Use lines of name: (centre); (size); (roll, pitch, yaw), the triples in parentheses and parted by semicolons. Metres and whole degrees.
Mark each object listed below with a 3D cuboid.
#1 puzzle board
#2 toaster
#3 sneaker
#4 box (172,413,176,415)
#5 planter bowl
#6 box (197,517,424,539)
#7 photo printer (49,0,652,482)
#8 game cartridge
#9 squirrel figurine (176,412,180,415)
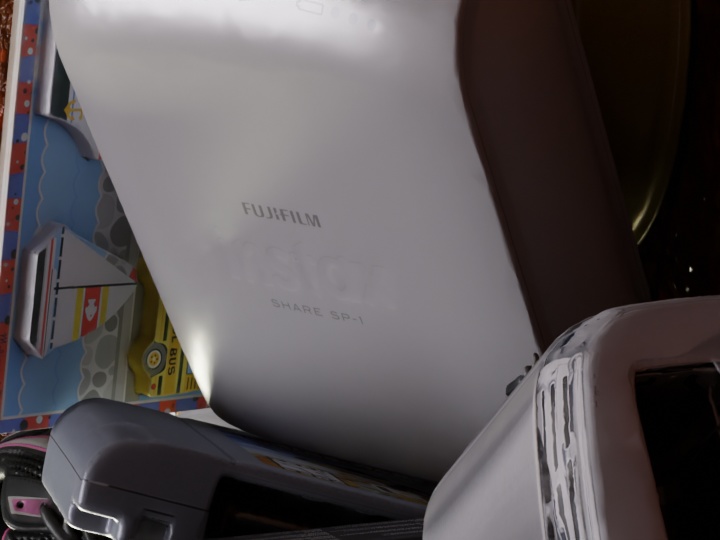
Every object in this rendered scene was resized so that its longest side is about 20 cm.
puzzle board: (-0.057, -0.048, 0.821); (0.017, 0.151, 0.201); (15, 103, 40)
toaster: (0.084, 0.090, 0.589); (0.129, 0.113, 0.200); (116, 149, -61)
sneaker: (-0.090, 0.099, 0.936); (0.200, 0.086, 0.081); (2, 119, 57)
box: (-0.074, -0.030, 1.317); (0.176, 0.096, 0.201); (-138, 44, -72)
planter bowl: (0.035, -0.100, 0.798); (0.200, 0.083, 0.201); (176, 90, -78)
box: (0.022, 0.149, 0.686); (0.050, 0.199, 0.158); (174, 93, -80)
photo printer: (-0.001, -0.030, 0.738); (0.166, 0.069, 0.200); (11, 135, 35)
game cartridge: (0.001, 0.082, 0.776); (0.133, 0.199, 0.042); (-149, 75, -77)
squirrel figurine: (-0.027, 0.030, 1.047); (0.200, 0.141, 0.187); (70, -167, -69)
